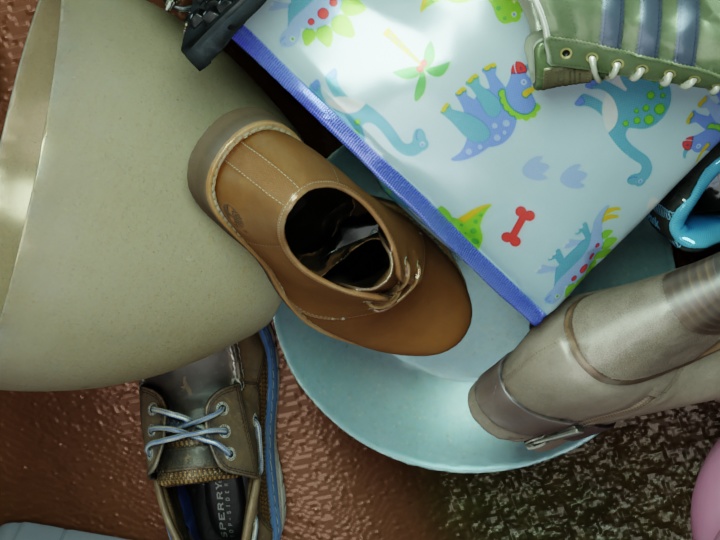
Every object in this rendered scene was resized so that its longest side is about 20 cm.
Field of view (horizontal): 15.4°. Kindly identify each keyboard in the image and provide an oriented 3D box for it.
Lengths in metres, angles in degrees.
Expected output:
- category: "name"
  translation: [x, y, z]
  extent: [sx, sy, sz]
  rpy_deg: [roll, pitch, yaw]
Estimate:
- category: "keyboard"
  translation: [-0.059, -0.158, 1.165]
  extent: [0.040, 0.200, 0.104]
  rpy_deg: [35, 119, -16]

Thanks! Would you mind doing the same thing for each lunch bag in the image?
- category: "lunch bag"
  translation: [0.058, -0.107, 1.190]
  extent: [0.200, 0.127, 0.170]
  rpy_deg: [42, 93, -24]

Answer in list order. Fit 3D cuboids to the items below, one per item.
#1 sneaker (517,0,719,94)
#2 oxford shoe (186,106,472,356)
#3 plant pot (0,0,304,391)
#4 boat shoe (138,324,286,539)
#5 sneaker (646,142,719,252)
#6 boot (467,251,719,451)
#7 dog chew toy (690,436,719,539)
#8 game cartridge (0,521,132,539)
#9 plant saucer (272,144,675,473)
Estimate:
- category: "sneaker"
  translation: [0.106, -0.105, 1.109]
  extent: [0.200, 0.067, 0.090]
  rpy_deg: [39, 89, -5]
- category: "oxford shoe"
  translation: [0.000, 0.000, 1.208]
  extent: [0.071, 0.071, 0.200]
  rpy_deg: [-54, 141, 1]
- category: "plant pot"
  translation: [-0.100, -0.031, 1.263]
  extent: [0.134, 0.200, 0.201]
  rpy_deg: [11, 122, -13]
- category: "boat shoe"
  translation: [-0.078, 0.083, 1.382]
  extent: [0.072, 0.072, 0.200]
  rpy_deg: [-6, 118, 14]
- category: "sneaker"
  translation: [0.226, -0.057, 1.231]
  extent: [0.200, 0.082, 0.073]
  rpy_deg: [-24, 108, 10]
- category: "boot"
  translation: [0.146, 0.042, 1.273]
  extent: [0.146, 0.070, 0.200]
  rpy_deg: [-31, 153, 26]
- category: "dog chew toy"
  translation: [0.219, 0.147, 1.289]
  extent: [0.124, 0.200, 0.125]
  rpy_deg: [5, 120, 8]
- category: "game cartridge"
  translation: [-0.117, 0.195, 1.420]
  extent: [0.199, 0.133, 0.041]
  rpy_deg: [9, 122, 5]
- category: "plant saucer"
  translation: [0.056, 0.004, 1.323]
  extent: [0.200, 0.039, 0.202]
  rpy_deg: [1, 115, 2]
